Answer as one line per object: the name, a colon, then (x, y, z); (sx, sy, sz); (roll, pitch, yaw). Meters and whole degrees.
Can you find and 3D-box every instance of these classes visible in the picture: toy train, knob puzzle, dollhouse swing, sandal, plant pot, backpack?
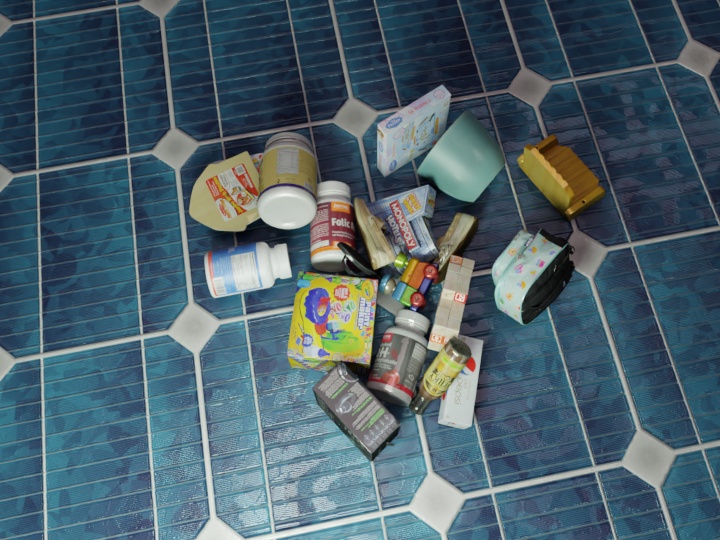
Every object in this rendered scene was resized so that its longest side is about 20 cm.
toy train: (0.132, -0.012, 1.648); (0.115, 0.085, 0.202); (25, 85, 12)
knob puzzle: (-0.336, -0.181, 1.758); (0.216, 0.031, 0.223); (0, 72, -1)
dollhouse swing: (0.512, -0.258, 1.747); (0.181, 0.176, 0.201); (-33, 71, -11)
sandal: (0.001, 0.001, 1.650); (0.048, 0.200, 0.076); (-42, 46, 6)
plant pot: (0.263, -0.270, 1.750); (0.161, 0.201, 0.201); (41, 74, 3)
backpack: (0.395, 0.018, 1.646); (0.152, 0.176, 0.201); (27, 72, 28)

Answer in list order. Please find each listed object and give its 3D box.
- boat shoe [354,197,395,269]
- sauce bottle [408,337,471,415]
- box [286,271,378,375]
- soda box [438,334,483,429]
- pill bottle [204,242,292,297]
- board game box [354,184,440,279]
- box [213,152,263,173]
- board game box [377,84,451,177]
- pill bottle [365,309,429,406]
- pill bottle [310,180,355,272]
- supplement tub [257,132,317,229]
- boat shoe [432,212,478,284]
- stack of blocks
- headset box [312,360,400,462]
boat shoe: (0.032, -0.093, 1.677); (0.064, 0.072, 0.202); (-16, 60, -4)
sauce bottle: (0.174, 0.242, 1.563); (0.064, 0.201, 0.065); (22, 29, -13)
box: (-0.061, 0.125, 1.634); (0.189, 0.122, 0.203); (5, 69, 1)
soda box: (0.231, 0.255, 1.610); (0.067, 0.064, 0.203); (13, 70, -3)
pill bottle: (-0.269, -0.006, 1.691); (0.197, 0.113, 0.114); (-10, 69, -5)
board game box: (0.111, -0.109, 1.712); (0.198, 0.062, 0.202); (-29, 69, 19)
box: (-0.272, -0.222, 1.811); (0.197, 0.041, 0.158); (-10, 70, -4)
board game box: (0.132, -0.349, 1.772); (0.198, 0.201, 0.041); (-33, 71, -12)
pill bottle: (0.093, 0.198, 1.611); (0.109, 0.111, 0.202); (18, 70, 7)
pill bottle: (-0.068, -0.109, 1.726); (0.112, 0.114, 0.203); (-2, 70, -1)
supplement tub: (-0.176, -0.220, 1.701); (0.143, 0.146, 0.202); (-2, 56, 0)
boat shoe: (0.218, -0.057, 1.734); (0.066, 0.074, 0.201); (28, 72, 27)
stack of blocks: (0.210, 0.077, 1.616); (0.058, 0.116, 0.201); (15, 47, 6)
headset box: (-0.004, 0.316, 1.532); (0.093, 0.175, 0.200); (-41, 73, -14)
